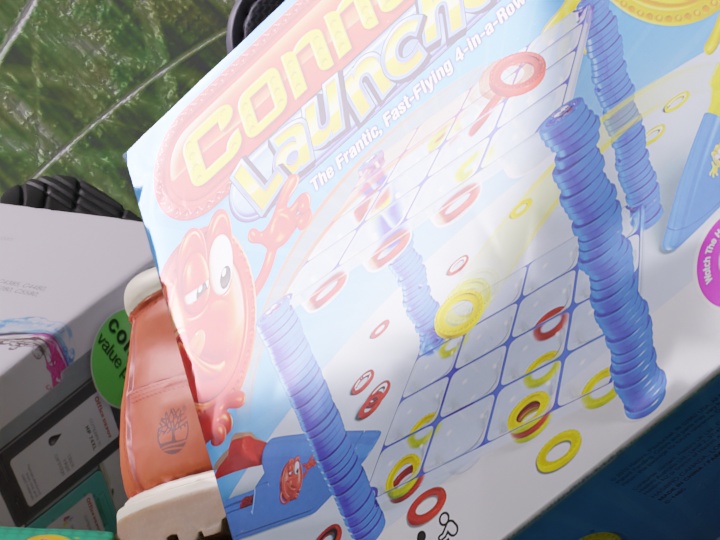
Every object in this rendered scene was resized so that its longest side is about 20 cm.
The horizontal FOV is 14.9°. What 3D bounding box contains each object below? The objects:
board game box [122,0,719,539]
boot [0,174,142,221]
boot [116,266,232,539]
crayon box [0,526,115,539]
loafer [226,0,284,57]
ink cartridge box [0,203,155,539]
[{"bbox_3d":[0.040,-0.011,0.713,0.200,0.056,0.196,-41,47,25],"label":"board game box"},{"bbox_3d":[-0.089,0.058,1.181,0.068,0.200,0.131,-30,-33,-45],"label":"boot"},{"bbox_3d":[0.004,0.022,0.823,0.200,0.107,0.075,-18,-23,32],"label":"boot"},{"bbox_3d":[-0.108,0.155,0.766,0.200,0.058,0.119,-80,-7,-79],"label":"crayon box"},{"bbox_3d":[0.043,-0.068,1.029,0.063,0.200,0.072,167,110,-76],"label":"loafer"},{"bbox_3d":[-0.157,0.085,1.062,0.146,0.147,0.200,7,35,40],"label":"ink cartridge box"}]
